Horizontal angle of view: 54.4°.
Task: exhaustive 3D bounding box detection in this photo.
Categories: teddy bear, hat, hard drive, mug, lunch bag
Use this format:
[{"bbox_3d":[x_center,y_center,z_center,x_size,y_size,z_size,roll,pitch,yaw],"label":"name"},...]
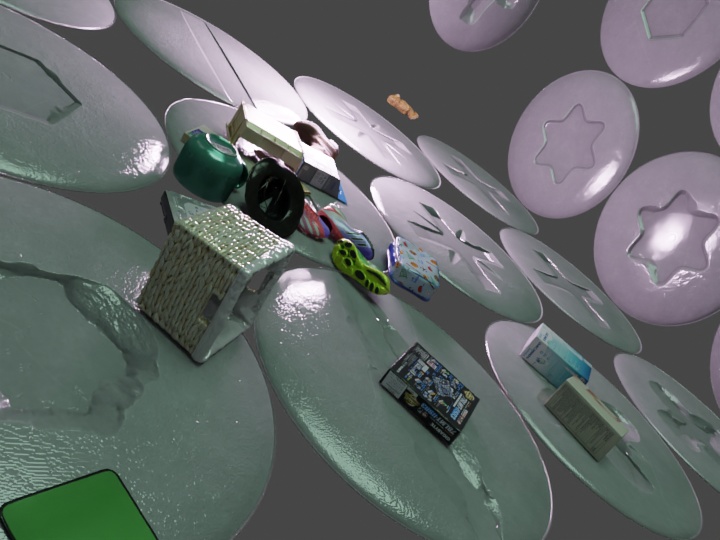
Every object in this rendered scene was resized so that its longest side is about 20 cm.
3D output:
[{"bbox_3d":[0.239,-0.899,3.832,0.199,0.067,0.145,39,20,2],"label":"teddy bear"},{"bbox_3d":[-0.231,-0.174,1.734,0.080,0.206,0.198,-4,-6,39],"label":"hat"},{"bbox_3d":[-0.329,-0.095,1.512,0.197,0.038,0.141,19,29,-36],"label":"hard drive"},{"bbox_3d":[-0.353,-0.260,1.686,0.151,0.115,0.185,36,23,-1],"label":"mug"},{"bbox_3d":[0.145,-0.009,2.002,0.158,0.076,0.201,28,25,-16],"label":"lunch bag"}]

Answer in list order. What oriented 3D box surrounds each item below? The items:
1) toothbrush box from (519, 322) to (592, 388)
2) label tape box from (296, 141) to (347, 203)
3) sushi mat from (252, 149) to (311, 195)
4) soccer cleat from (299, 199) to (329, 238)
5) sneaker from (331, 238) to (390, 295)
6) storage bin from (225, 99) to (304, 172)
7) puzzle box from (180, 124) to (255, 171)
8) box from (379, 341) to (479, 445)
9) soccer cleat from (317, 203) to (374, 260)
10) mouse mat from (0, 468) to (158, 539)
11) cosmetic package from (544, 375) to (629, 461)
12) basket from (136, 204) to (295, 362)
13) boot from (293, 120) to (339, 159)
[{"bbox_3d":[0.590,0.270,2.110,0.199,0.086,0.146,42,24,9],"label":"toothbrush box"},{"bbox_3d":[-0.116,-0.307,2.192,0.197,0.064,0.145,25,26,-27],"label":"label tape box"},{"bbox_3d":[-0.230,-0.288,2.053,0.200,0.012,0.095,47,26,22],"label":"sushi mat"},{"bbox_3d":[-0.157,-0.159,1.833,0.198,0.077,0.067,34,22,-7],"label":"soccer cleat"},{"bbox_3d":[0.000,0.000,1.797,0.200,0.074,0.084,44,-1,23],"label":"sneaker"},{"bbox_3d":[-0.271,-0.369,1.993,0.197,0.094,0.200,27,22,-28],"label":"storage bin"},{"bbox_3d":[-0.371,-0.313,1.877,0.198,0.026,0.133,37,23,-2],"label":"puzzle box"},{"bbox_3d":[0.157,0.263,1.532,0.198,0.050,0.199,42,23,9],"label":"box"},{"bbox_3d":[-0.044,-0.095,1.915,0.200,0.069,0.073,47,48,13],"label":"soccer cleat"},{"bbox_3d":[-0.300,0.324,0.800,0.200,0.008,0.160,49,25,22],"label":"mouse mat"},{"bbox_3d":[0.607,0.394,1.880,0.201,0.104,0.086,50,27,24],"label":"cosmetic package"},{"bbox_3d":[-0.248,0.012,1.222,0.160,0.200,0.200,37,23,7],"label":"basket"},{"bbox_3d":[-0.169,-0.413,2.350,0.188,0.068,0.201,42,29,-9],"label":"boot"}]
